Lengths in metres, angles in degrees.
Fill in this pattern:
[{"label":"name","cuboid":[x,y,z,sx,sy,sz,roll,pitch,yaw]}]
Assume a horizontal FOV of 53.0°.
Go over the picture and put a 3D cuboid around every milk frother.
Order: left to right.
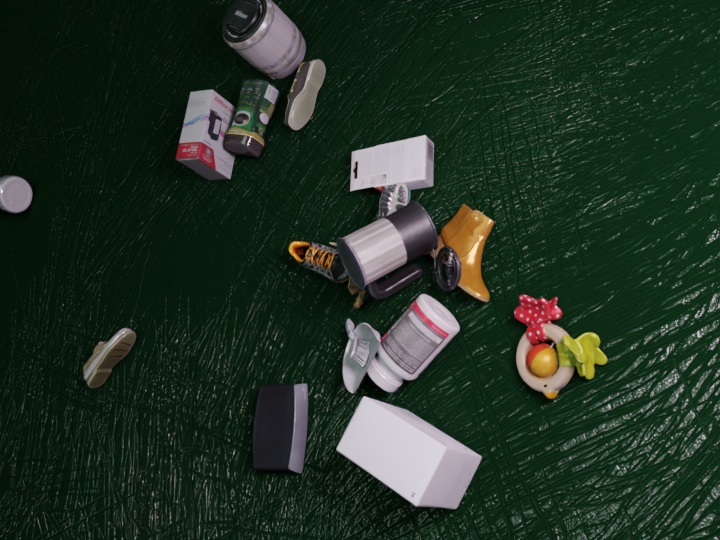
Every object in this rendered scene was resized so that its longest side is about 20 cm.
[{"label":"milk frother","cuboid":[0.084,-0.021,1.493,0.187,0.182,0.200,-28,20,-15]}]

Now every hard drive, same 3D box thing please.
[{"label":"hard drive","cuboid":[-0.186,0.359,1.653,0.134,0.042,0.202,-7,71,28]}]

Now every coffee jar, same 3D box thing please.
[{"label":"coffee jar","cuboid":[-0.292,-0.405,1.940,0.103,0.085,0.202,11,79,29]}]

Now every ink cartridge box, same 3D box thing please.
[{"label":"ink cartridge box","cuboid":[-0.406,-0.366,1.957,0.082,0.146,0.202,1,75,29]},{"label":"ink cartridge box","cuboid":[0.073,-0.241,1.696,0.198,0.050,0.110,-7,71,29]}]

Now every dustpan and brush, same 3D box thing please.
[{"label":"dustpan and brush","cuboid":[-0.009,0.158,1.574,0.057,0.200,0.140,24,108,-8]}]

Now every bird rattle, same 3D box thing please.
[{"label":"bird rattle","cuboid":[0.354,0.148,1.379,0.200,0.112,0.164,40,112,36]}]

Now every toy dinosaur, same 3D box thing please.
[{"label":"toy dinosaur","cuboid":[0.000,0.000,1.600,0.058,0.201,0.101,16,48,36]}]

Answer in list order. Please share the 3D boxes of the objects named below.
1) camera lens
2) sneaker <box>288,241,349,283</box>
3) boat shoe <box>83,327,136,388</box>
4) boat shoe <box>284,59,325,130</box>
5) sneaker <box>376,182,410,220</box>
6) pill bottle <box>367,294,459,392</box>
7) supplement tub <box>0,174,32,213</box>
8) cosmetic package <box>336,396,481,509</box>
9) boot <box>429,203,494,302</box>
[{"label":"camera lens","cuboid":[-0.257,-0.625,1.923,0.159,0.200,0.162,-10,69,27]},{"label":"sneaker","cuboid":[-0.091,-0.025,1.690,0.199,0.077,0.079,12,79,41]},{"label":"boat shoe","cuboid":[-0.695,0.226,1.974,0.200,0.075,0.068,-49,63,9]},{"label":"boat shoe","cuboid":[-0.155,-0.459,1.890,0.060,0.072,0.203,12,73,36]},{"label":"sneaker","cuboid":[0.073,-0.101,1.636,0.077,0.080,0.202,23,105,17]},{"label":"pill bottle","cuboid":[0.104,0.156,1.505,0.200,0.110,0.111,-50,57,15]},{"label":"supplement tub","cuboid":[-1.197,-0.257,2.397,0.198,0.122,0.124,8,78,31]},{"label":"cosmetic package","cuboid":[0.097,0.353,1.396,0.198,0.200,0.124,26,88,33]},{"label":"boot","cuboid":[0.238,-0.043,1.516,0.144,0.071,0.201,-53,49,15]}]
